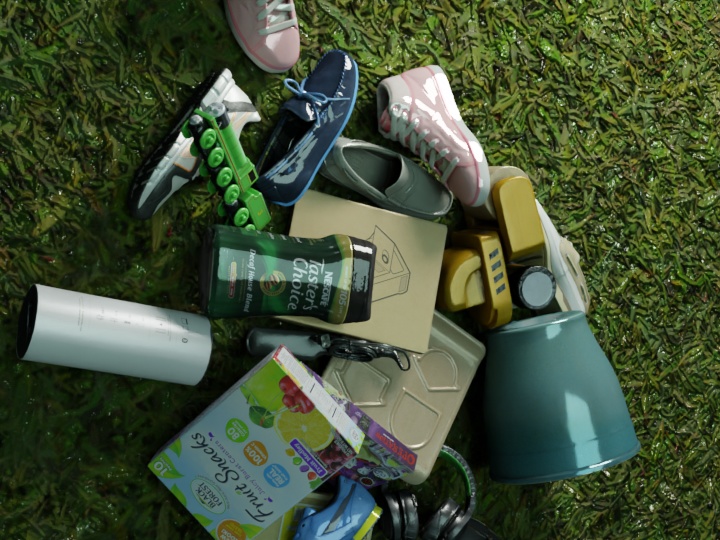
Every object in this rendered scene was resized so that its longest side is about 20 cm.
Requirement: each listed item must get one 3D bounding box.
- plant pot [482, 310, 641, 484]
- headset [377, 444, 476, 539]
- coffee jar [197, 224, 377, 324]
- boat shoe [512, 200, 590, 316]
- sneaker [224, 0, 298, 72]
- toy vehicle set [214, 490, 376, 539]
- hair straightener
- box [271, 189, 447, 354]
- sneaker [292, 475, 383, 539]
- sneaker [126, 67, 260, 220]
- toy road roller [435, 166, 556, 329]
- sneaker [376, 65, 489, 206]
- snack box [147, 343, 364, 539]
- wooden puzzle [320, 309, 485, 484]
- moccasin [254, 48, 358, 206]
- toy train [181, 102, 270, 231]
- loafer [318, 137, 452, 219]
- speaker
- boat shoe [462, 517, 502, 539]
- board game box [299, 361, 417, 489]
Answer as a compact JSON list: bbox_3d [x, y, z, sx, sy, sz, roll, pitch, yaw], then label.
[{"bbox_3d":[0.243,0.156,1.402,0.198,0.200,0.190,-14,91,-29],"label":"plant pot"},{"bbox_3d":[0.079,0.310,1.342,0.122,0.094,0.202,13,68,-3],"label":"headset"},{"bbox_3d":[-0.080,0.006,1.226,0.198,0.085,0.106,3,96,-18],"label":"coffee jar"},{"bbox_3d":[0.255,-0.014,1.473,0.068,0.074,0.202,-33,112,-33],"label":"boat shoe"},{"bbox_3d":[-0.108,-0.327,1.228,0.075,0.104,0.202,-25,104,-28],"label":"sneaker"},{"bbox_3d":[-0.079,0.328,1.307,0.198,0.026,0.126,16,83,-29],"label":"toy vehicle set"},{"bbox_3d":[-0.037,0.095,1.261,0.198,0.077,0.041,11,86,-5],"label":"hair straightener"},{"bbox_3d":[0.000,0.000,1.314,0.198,0.021,0.165,14,77,-14],"label":"box"},{"bbox_3d":[-0.061,0.332,1.273,0.078,0.066,0.200,41,73,-2],"label":"sneaker"},{"bbox_3d":[-0.184,-0.131,1.214,0.080,0.073,0.201,43,71,-25],"label":"sneaker"},{"bbox_3d":[0.152,-0.025,1.384,0.145,0.123,0.202,-15,99,-17],"label":"toy road roller"},{"bbox_3d":[0.080,-0.160,1.338,0.104,0.075,0.202,-12,68,-24],"label":"sneaker"},{"bbox_3d":[-0.115,0.199,1.194,0.200,0.053,0.142,-40,96,16],"label":"snack box"},{"bbox_3d":[0.042,0.136,1.351,0.185,0.046,0.201,35,72,-17],"label":"wooden puzzle"},{"bbox_3d":[-0.063,-0.175,1.272,0.068,0.080,0.202,34,73,-47],"label":"moccasin"},{"bbox_3d":[-0.145,-0.108,1.202,0.056,0.042,0.201,-47,148,-22],"label":"toy train"},{"bbox_3d":[0.037,-0.112,1.341,0.198,0.070,0.071,17,82,-29],"label":"loafer"},{"bbox_3d":[-0.265,0.070,1.167,0.198,0.081,0.082,12,85,-30],"label":"speaker"},{"bbox_3d":[0.178,0.383,1.428,0.199,0.073,0.075,35,74,-25],"label":"boat shoe"},{"bbox_3d":[-0.041,0.191,1.277,0.200,0.120,0.032,41,48,-23],"label":"board game box"}]
